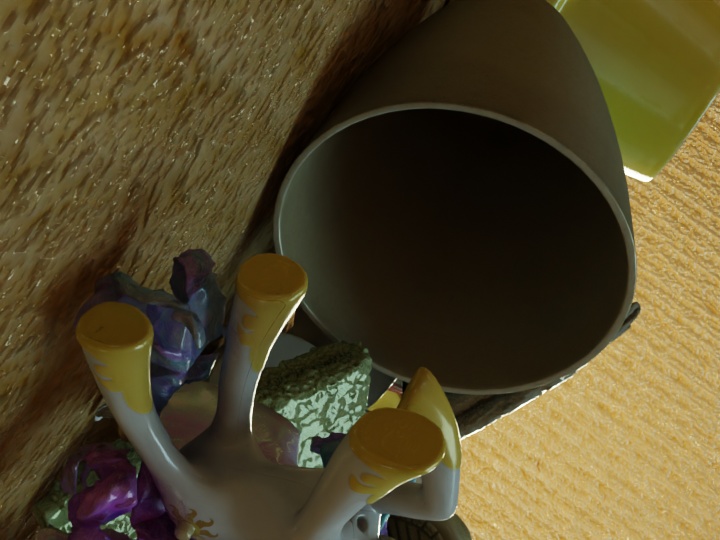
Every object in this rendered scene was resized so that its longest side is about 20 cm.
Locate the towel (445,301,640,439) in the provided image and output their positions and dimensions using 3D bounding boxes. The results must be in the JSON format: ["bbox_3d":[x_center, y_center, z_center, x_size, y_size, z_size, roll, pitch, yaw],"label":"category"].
[{"bbox_3d":[0.080,0.077,0.765,0.199,0.035,0.132,-37,172,36],"label":"towel"}]

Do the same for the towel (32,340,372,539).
[{"bbox_3d":[-0.073,0.125,0.624,0.199,0.036,0.150,-24,132,-35],"label":"towel"}]

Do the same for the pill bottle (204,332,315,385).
[{"bbox_3d":[-0.064,0.105,0.791,0.113,0.112,0.200,-55,175,-19],"label":"pill bottle"}]

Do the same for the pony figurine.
[{"bbox_3d":[-0.050,0.087,0.445,0.202,0.191,0.167,93,22,-44],"label":"pony figurine"}]

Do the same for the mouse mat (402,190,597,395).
[{"bbox_3d":[0.085,-0.019,0.792,0.200,0.007,0.162,-47,-155,34],"label":"mouse mat"}]

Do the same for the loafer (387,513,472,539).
[{"bbox_3d":[0.013,0.185,0.814,0.068,0.077,0.199,-12,177,-38],"label":"loafer"}]

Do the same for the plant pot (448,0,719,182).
[{"bbox_3d":[0.169,-0.170,0.873,0.202,0.188,0.201,-56,176,-6],"label":"plant pot"}]

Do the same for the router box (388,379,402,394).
[{"bbox_3d":[0.044,-0.005,0.959,0.179,0.048,0.202,3,-109,69],"label":"router box"}]

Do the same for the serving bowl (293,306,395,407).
[{"bbox_3d":[0.000,0.000,0.877,0.201,0.065,0.201,-57,-161,31],"label":"serving bowl"}]

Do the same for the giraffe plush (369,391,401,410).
[{"bbox_3d":[-0.026,0.142,1.228,0.201,0.161,0.173,-57,176,24],"label":"giraffe plush"}]

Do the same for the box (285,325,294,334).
[{"bbox_3d":[-0.028,0.082,1.095,0.200,0.078,0.095,-40,168,-40],"label":"box"}]

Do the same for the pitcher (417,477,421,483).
[{"bbox_3d":[-0.024,0.160,0.948,0.122,0.197,0.173,-80,176,-57],"label":"pitcher"}]

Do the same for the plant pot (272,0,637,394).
[{"bbox_3d":[0.067,-0.070,0.670,0.188,0.185,0.201,-59,-172,44],"label":"plant pot"}]
